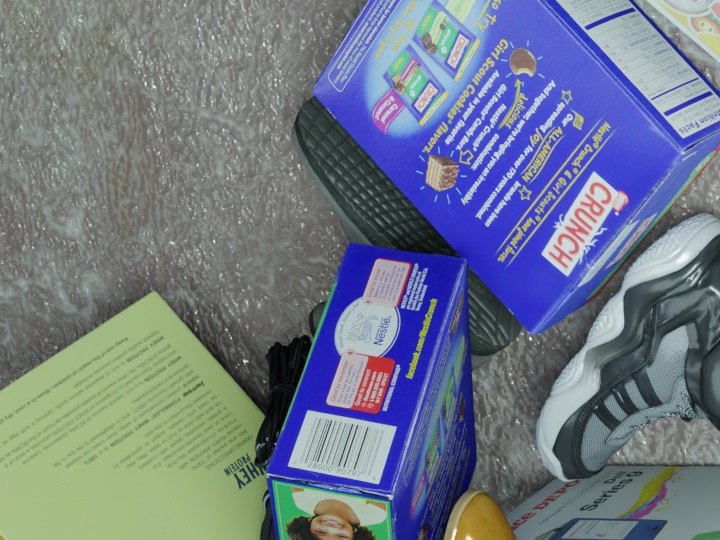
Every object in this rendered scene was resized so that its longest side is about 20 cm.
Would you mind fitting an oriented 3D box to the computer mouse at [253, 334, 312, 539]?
[{"bbox_3d":[-0.043,0.141,1.398,0.046,0.141,0.200,-5,126,11],"label":"computer mouse"}]

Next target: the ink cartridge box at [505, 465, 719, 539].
[{"bbox_3d":[0.168,0.176,1.246,0.200,0.145,0.088,-6,106,44],"label":"ink cartridge box"}]

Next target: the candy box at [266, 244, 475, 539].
[{"bbox_3d":[0.011,0.113,1.269,0.077,0.169,0.200,9,141,13],"label":"candy box"}]

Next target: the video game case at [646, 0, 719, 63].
[{"bbox_3d":[0.185,-0.181,1.073,0.200,0.023,0.182,39,149,-5],"label":"video game case"}]

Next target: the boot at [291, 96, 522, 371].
[{"bbox_3d":[0.000,0.000,1.371,0.200,0.070,0.132,55,138,7],"label":"boot"}]

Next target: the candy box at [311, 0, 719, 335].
[{"bbox_3d":[0.090,-0.093,1.237,0.200,0.077,0.169,50,134,14],"label":"candy box"}]

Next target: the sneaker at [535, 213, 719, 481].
[{"bbox_3d":[0.178,0.072,1.235,0.114,0.075,0.200,44,131,22],"label":"sneaker"}]

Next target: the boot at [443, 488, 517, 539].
[{"bbox_3d":[0.125,0.210,1.157,0.144,0.071,0.202,1,113,36],"label":"boot"}]

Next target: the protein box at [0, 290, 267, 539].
[{"bbox_3d":[-0.160,0.165,1.488,0.200,0.198,0.135,47,150,15],"label":"protein box"}]
